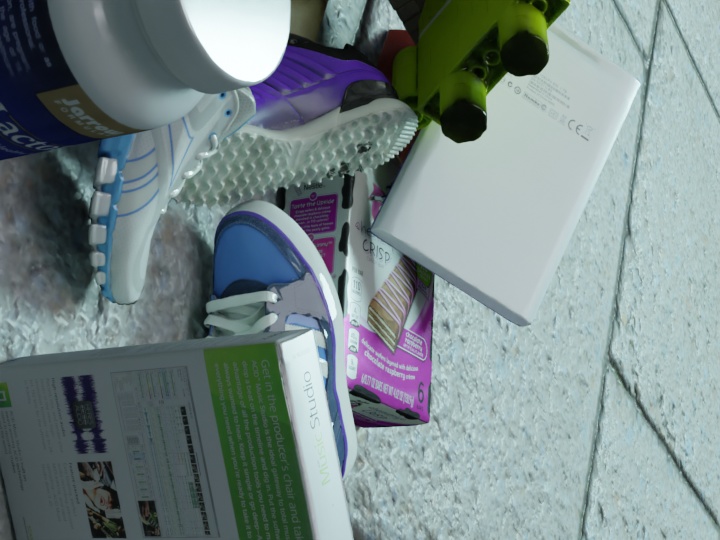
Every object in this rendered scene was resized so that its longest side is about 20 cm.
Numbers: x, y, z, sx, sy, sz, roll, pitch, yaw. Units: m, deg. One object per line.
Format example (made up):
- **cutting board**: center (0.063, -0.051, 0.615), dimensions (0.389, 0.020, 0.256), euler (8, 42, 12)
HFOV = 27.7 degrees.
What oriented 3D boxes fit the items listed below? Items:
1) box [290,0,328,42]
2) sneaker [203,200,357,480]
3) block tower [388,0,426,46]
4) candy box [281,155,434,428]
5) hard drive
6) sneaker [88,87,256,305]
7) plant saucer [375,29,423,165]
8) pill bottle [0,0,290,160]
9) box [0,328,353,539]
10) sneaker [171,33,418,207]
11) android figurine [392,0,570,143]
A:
- **box**: center (-0.073, -0.219, 1.004), dimensions (0.164, 0.021, 0.202), euler (51, 43, -43)
- **sneaker**: center (-0.072, 0.070, 0.889), dimensions (0.146, 0.080, 0.203), euler (-31, 110, -56)
- **block tower**: center (0.098, -0.130, 1.092), dimensions (0.202, 0.054, 0.058), euler (59, 18, -4)
- **candy box**: center (0.000, 0.000, 1.044), dimensions (0.136, 0.060, 0.203), euler (29, 59, -56)
- **hard drive**: center (0.105, -0.081, 1.031), dimensions (0.131, 0.025, 0.202), euler (31, 74, -15)
- **sneaker**: center (-0.103, -0.075, 0.807), dimensions (0.075, 0.085, 0.203), euler (-115, -146, -71)
- **plant saucer**: center (0.081, -0.086, 1.121), dimensions (0.201, 0.036, 0.201), euler (54, 20, -17)
- **pill bottle**: center (-0.138, -0.119, 0.699), dimensions (0.115, 0.198, 0.118), euler (18, 68, -56)
- **box**: center (-0.096, 0.109, 0.724), dimensions (0.036, 0.198, 0.146), euler (-19, 101, -55)
- **sneaker**: center (-0.068, -0.105, 0.922), dimensions (0.198, 0.070, 0.100), euler (-10, 59, -32)
- **android figurine**: center (0.083, -0.176, 0.967), dimensions (0.041, 0.182, 0.201), euler (28, 38, -22)
